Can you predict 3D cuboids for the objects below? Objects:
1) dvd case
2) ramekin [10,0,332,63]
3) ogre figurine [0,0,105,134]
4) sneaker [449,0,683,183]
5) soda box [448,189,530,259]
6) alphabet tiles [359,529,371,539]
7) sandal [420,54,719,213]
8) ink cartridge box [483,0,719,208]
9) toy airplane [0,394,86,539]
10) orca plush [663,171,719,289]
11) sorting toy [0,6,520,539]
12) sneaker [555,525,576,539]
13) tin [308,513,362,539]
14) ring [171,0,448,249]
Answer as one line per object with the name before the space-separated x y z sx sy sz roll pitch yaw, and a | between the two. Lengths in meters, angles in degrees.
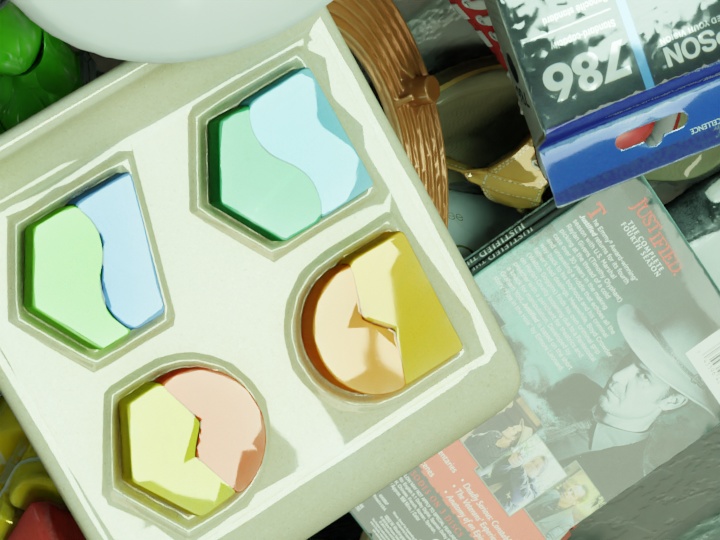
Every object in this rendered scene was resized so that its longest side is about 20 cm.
dvd case | 0.077 0.056 1.341 0.200 0.022 0.146 -35 118 5
ramekin | -0.066 -0.171 1.036 0.200 0.098 0.201 -17 135 -17
ogre figurine | -0.180 -0.062 1.177 0.120 0.098 0.200 30 109 -25
sneaker | 0.067 -0.108 1.199 0.071 0.113 0.200 -34 141 21
soda box | 0.000 0.000 1.353 0.199 0.068 0.064 9 137 -33
alphabet tiles | 0.028 0.169 1.488 0.006 0.167 0.200 17 175 22
sandal | 0.091 -0.055 1.331 0.199 0.054 0.080 0 141 -25
ink cartridge box | 0.094 -0.128 1.149 0.099 0.039 0.201 -23 107 -4
toy airplane | -0.130 0.053 1.212 0.141 0.201 0.199 12 176 -25
orca plush | 0.178 -0.011 1.407 0.200 0.071 0.105 -34 116 -12
sorting toy | -0.049 0.012 1.109 0.185 0.036 0.201 -32 105 -16
sneaker | 0.082 0.076 1.439 0.200 0.078 0.082 -45 128 -28
tin | -0.018 0.107 1.488 0.112 0.042 0.200 -13 152 -46
ring | -0.013 -0.037 1.199 0.019 0.201 0.200 -4 155 33
